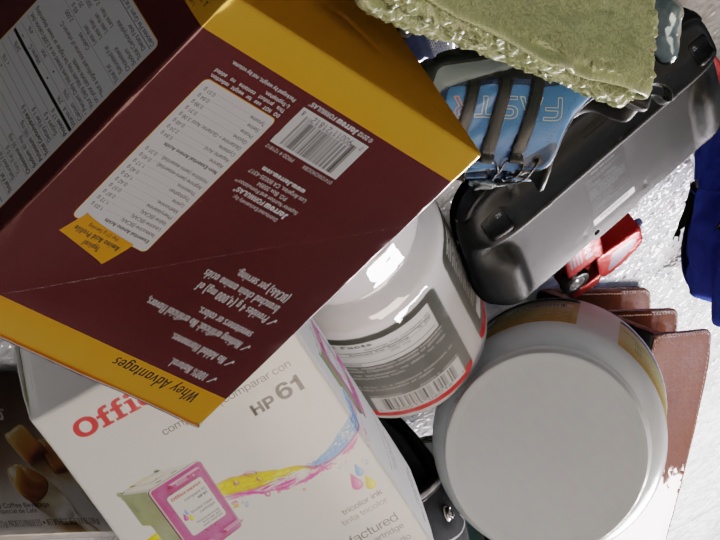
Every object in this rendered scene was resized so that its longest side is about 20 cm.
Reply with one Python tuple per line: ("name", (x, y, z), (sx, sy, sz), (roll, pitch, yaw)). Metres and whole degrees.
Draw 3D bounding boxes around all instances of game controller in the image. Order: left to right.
("game controller", (0.133, -0.064, 1.628), (0.200, 0.042, 0.104), (-39, 147, -17))

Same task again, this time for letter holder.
("letter holder", (0.178, 0.121, 1.945), (0.142, 0.100, 0.201), (-2, 108, -51))

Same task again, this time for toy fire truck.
("toy fire truck", (0.163, -0.071, 1.763), (0.141, 0.049, 0.200), (-35, 155, -6))

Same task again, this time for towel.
("towel", (0.074, -0.170, 1.369), (0.200, 0.149, 0.036), (17, 165, -38))

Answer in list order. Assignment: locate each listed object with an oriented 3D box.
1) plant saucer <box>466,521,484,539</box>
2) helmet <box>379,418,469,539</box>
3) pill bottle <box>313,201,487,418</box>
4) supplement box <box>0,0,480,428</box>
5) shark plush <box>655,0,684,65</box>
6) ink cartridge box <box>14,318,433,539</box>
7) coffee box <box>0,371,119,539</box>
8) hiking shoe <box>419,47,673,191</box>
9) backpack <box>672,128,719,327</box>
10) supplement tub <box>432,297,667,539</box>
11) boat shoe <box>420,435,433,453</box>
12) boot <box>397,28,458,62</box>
("plant saucer", (-0.006, 0.224, 1.933), (0.200, 0.200, 0.027), (-36, 114, 0))
("helmet", (-0.023, 0.177, 1.780), (0.200, 0.191, 0.200), (-29, 154, -16))
("pill bottle", (0.000, 0.000, 1.607), (0.114, 0.114, 0.200), (-35, 154, -2))
("supplement box", (-0.093, -0.063, 1.327), (0.200, 0.133, 0.197), (-44, 141, 15))
("shark plush", (0.144, -0.188, 1.534), (0.083, 0.091, 0.200), (4, 148, -9))
("ink cartridge box", (-0.072, 0.092, 1.504), (0.144, 0.085, 0.200), (-29, 121, 6))
("coffee box", (-0.192, 0.123, 1.577), (0.080, 0.115, 0.200), (-46, 152, 26))
("hiking shoe", (0.058, -0.070, 1.432), (0.200, 0.087, 0.074), (-33, 178, -6))
("backpack", (0.299, -0.058, 1.826), (0.162, 0.167, 0.201), (-7, 110, -51))
("supplement tub", (0.119, 0.098, 1.757), (0.144, 0.145, 0.200), (-41, 180, 9))
("boat shoe", (-0.013, 0.177, 1.930), (0.200, 0.072, 0.071), (-27, -175, 10))
("boot", (0.012, -0.111, 1.504), (0.090, 0.073, 0.200), (-22, 143, -13))
